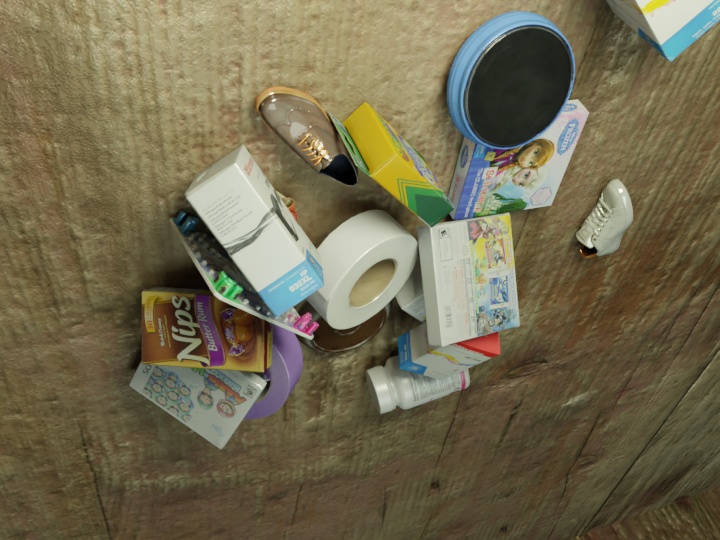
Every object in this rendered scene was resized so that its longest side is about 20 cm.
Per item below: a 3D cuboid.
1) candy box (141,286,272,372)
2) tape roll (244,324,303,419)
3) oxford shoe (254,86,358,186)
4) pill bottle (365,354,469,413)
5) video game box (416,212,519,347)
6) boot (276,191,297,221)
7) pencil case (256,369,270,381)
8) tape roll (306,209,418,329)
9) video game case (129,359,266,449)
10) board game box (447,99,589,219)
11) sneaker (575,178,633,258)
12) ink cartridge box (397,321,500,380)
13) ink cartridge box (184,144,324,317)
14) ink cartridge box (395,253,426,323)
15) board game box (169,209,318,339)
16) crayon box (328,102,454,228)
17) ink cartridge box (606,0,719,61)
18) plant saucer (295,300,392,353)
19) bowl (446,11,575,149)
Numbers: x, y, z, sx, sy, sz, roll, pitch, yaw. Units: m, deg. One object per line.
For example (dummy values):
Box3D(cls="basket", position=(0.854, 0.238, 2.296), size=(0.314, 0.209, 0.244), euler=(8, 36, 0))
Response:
Box3D(cls="candy box", position=(-0.238, 0.091, 1.164), size=(0.198, 0.056, 0.118), euler=(2, 97, 9))
Box3D(cls="tape roll", position=(-0.200, 0.151, 1.263), size=(0.198, 0.066, 0.202), euler=(9, 120, 16))
Box3D(cls="oxford shoe", position=(-0.065, -0.184, 1.040), size=(0.071, 0.073, 0.199), euler=(-40, 139, 19))
Box3D(cls="pill bottle", position=(0.119, 0.223, 1.570), size=(0.198, 0.114, 0.114), euler=(-17, 141, -9))
Box3D(cls="video game box", position=(0.186, 0.012, 1.268), size=(0.181, 0.047, 0.202), euler=(-9, 96, -31))
Box3D(cls="boot", position=(-0.120, -0.057, 1.160), size=(0.107, 0.075, 0.200), euler=(-43, 137, 14))
Box3D(cls="pencil case", position=(-0.237, 0.203, 1.382), size=(0.198, 0.084, 0.086), euler=(-19, 115, -9))
Box3D(cls="tape roll", position=(0.000, 0.000, 1.236), size=(0.202, 0.071, 0.203), euler=(-34, 152, -21))
Box3D(cls="video game case", position=(-0.278, 0.191, 1.261), size=(0.199, 0.024, 0.182), euler=(35, 123, -1))
Box3D(cls="board game box", position=(0.256, -0.181, 1.241), size=(0.198, 0.041, 0.201), euler=(-10, 139, -18))
Box3D(cls="sneaker", position=(0.463, -0.088, 1.434), size=(0.084, 0.073, 0.201), euler=(-21, 143, -8))
Box3D(cls="ink cartridge box", position=(0.174, 0.132, 1.383), size=(0.115, 0.068, 0.200), euler=(18, 146, -31))
Box3D(cls="ink cartridge box", position=(-0.139, -0.058, 1.021), size=(0.083, 0.145, 0.201), euler=(-33, 108, 7))
Box3D(cls="ink cartridge box", position=(0.170, 0.037, 1.407), size=(0.144, 0.084, 0.200), euler=(-37, 141, 17))
Box3D(cls="board game box", position=(-0.169, 0.005, 1.102), size=(0.026, 0.200, 0.199), euler=(-49, 137, 9))
Box3D(cls="crayon box", position=(0.048, -0.159, 1.087), size=(0.051, 0.126, 0.200), euler=(-39, 140, 17))
Box3D(cls="ink cartridge box", position=(0.386, -0.411, 0.966), size=(0.144, 0.148, 0.199), euler=(-40, 140, 18))
Box3D(cls="plant saucer", position=(-0.027, 0.095, 1.413), size=(0.198, 0.032, 0.201), euler=(-16, 141, -13))
Box3D(cls="bowl", position=(0.222, -0.270, 1.088), size=(0.199, 0.039, 0.202), euler=(-12, 125, -17))
